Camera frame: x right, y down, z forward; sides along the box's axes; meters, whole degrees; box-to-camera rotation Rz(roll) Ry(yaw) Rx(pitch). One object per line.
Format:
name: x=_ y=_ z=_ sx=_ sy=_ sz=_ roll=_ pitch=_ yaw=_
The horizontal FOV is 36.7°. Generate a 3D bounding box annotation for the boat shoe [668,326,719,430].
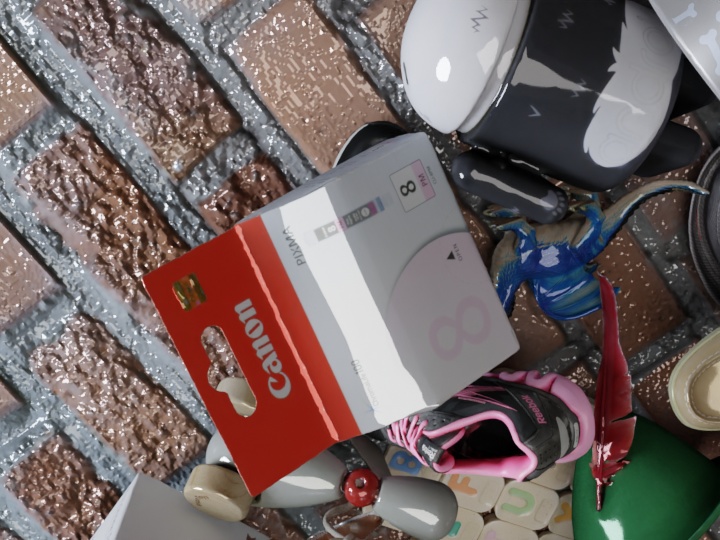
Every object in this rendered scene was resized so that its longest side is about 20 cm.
boat shoe: x=0.299 y=0.056 z=0.697 sx=0.199 sy=0.065 sz=0.072 roll=-17 pitch=94 yaw=4

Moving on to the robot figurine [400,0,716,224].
robot figurine: x=0.123 y=-0.125 z=0.695 sx=0.199 sy=0.151 sz=0.125 roll=19 pitch=133 yaw=-11

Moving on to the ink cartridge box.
ink cartridge box: x=-0.011 y=0.027 z=0.684 sx=0.200 sy=0.057 sz=0.163 roll=-32 pitch=104 yaw=-29

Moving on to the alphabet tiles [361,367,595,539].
alphabet tiles: x=0.110 y=0.177 z=0.861 sx=0.195 sy=0.015 sz=0.201 roll=20 pitch=108 yaw=-10

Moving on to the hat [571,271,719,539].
hat: x=0.170 y=0.129 z=0.808 sx=0.176 sy=0.166 sz=0.200 roll=45 pitch=101 yaw=7

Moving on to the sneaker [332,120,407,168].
sneaker: x=0.000 y=0.000 z=0.748 sx=0.070 sy=0.090 sz=0.201 roll=14 pitch=109 yaw=-9

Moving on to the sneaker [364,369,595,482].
sneaker: x=0.056 y=0.105 z=0.755 sx=0.199 sy=0.095 sz=0.079 roll=3 pitch=111 yaw=34

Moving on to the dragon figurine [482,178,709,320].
dragon figurine: x=0.147 y=-0.005 z=0.772 sx=0.199 sy=0.059 sz=0.100 roll=-16 pitch=111 yaw=3

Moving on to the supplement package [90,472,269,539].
supplement package: x=-0.170 y=0.270 z=0.801 sx=0.117 sy=0.117 sz=0.200 roll=30 pitch=120 yaw=-13

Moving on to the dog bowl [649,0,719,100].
dog bowl: x=0.245 y=-0.136 z=0.663 sx=0.059 sy=0.200 sz=0.200 roll=-39 pitch=109 yaw=25

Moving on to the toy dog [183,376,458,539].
toy dog: x=-0.037 y=0.163 z=0.801 sx=0.200 sy=0.096 sz=0.132 roll=36 pitch=65 yaw=14

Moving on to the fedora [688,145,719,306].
fedora: x=0.332 y=-0.022 z=0.760 sx=0.200 sy=0.090 sz=0.177 roll=39 pitch=104 yaw=-16
